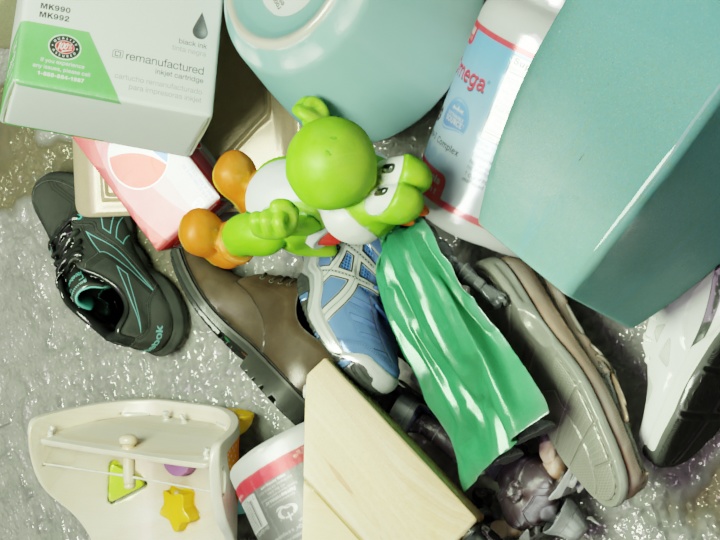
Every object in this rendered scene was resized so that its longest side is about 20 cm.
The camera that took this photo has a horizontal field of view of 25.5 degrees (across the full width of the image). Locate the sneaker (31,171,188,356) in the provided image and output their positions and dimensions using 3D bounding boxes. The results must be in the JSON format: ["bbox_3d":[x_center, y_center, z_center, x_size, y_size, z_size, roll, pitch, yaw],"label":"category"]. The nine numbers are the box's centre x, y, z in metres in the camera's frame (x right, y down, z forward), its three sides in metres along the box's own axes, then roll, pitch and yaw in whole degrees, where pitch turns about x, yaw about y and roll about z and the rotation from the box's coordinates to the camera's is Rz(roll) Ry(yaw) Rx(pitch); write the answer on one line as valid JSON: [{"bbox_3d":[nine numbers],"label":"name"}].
[{"bbox_3d":[-0.223,-0.011,1.339,0.200,0.079,0.076,48,117,23],"label":"sneaker"}]

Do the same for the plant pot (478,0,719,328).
[{"bbox_3d":[0.177,-0.077,0.987,0.141,0.141,0.201,42,103,40],"label":"plant pot"}]

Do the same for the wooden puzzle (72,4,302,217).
[{"bbox_3d":[-0.138,-0.139,1.272,0.198,0.037,0.187,-1,93,13],"label":"wooden puzzle"}]

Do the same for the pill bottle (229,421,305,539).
[{"bbox_3d":[-0.010,0.216,1.193,0.110,0.110,0.201,-35,75,30],"label":"pill bottle"}]

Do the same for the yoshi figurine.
[{"bbox_3d":[-0.044,-0.060,1.076,0.199,0.111,0.114,-7,94,45],"label":"yoshi figurine"}]

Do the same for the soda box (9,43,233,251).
[{"bbox_3d":[-0.182,-0.114,1.232,0.070,0.063,0.201,-39,86,12],"label":"soda box"}]

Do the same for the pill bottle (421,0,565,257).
[{"bbox_3d":[0.116,-0.119,1.085,0.108,0.108,0.202,30,109,28],"label":"pill bottle"}]

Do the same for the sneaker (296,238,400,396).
[{"bbox_3d":[0.000,0.000,1.161,0.077,0.076,0.201,-29,51,17],"label":"sneaker"}]

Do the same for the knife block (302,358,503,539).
[{"bbox_3d":[0.048,0.164,1.101,0.174,0.064,0.202,0,82,9],"label":"knife block"}]

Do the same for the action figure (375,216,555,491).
[{"bbox_3d":[0.061,0.035,1.088,0.118,0.054,0.201,-48,62,45],"label":"action figure"}]

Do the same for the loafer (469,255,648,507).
[{"bbox_3d":[0.146,0.065,1.082,0.201,0.062,0.072,59,152,30],"label":"loafer"}]

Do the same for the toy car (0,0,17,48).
[{"bbox_3d":[-0.290,-0.302,1.325,0.158,0.163,0.201,-42,59,29],"label":"toy car"}]

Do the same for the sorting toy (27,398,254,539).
[{"bbox_3d":[-0.160,0.205,1.307,0.198,0.107,0.182,4,103,33],"label":"sorting toy"}]

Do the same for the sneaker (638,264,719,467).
[{"bbox_3d":[0.210,0.022,1.065,0.115,0.075,0.202,28,101,38],"label":"sneaker"}]

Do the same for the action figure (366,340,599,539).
[{"bbox_3d":[0.095,0.126,1.145,0.200,0.069,0.131,42,108,20],"label":"action figure"}]

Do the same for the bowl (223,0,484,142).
[{"bbox_3d":[-0.020,-0.200,1.129,0.199,0.105,0.203,-11,72,37],"label":"bowl"}]

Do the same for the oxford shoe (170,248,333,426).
[{"bbox_3d":[-0.077,0.033,1.261,0.084,0.073,0.200,-44,61,-2],"label":"oxford shoe"}]

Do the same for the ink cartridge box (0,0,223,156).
[{"bbox_3d":[-0.177,-0.201,1.168,0.084,0.144,0.202,136,140,-65],"label":"ink cartridge box"}]
